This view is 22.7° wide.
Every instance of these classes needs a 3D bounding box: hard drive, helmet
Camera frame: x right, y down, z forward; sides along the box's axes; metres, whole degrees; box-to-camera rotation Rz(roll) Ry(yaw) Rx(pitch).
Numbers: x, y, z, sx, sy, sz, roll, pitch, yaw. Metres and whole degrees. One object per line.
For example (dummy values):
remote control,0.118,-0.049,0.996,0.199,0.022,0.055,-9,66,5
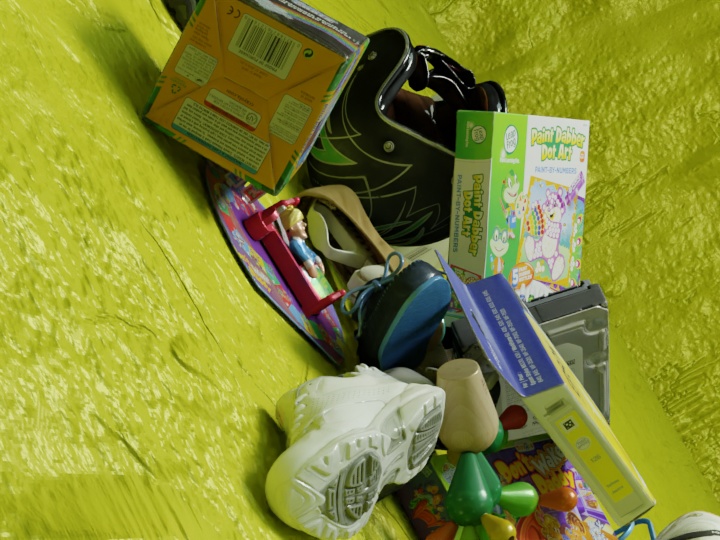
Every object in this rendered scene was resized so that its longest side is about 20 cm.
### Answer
hard drive,0.159,0.099,1.643,0.200,0.140,0.038,80,-10,-49
helmet,0.042,-0.116,1.735,0.200,0.200,0.191,43,50,-52

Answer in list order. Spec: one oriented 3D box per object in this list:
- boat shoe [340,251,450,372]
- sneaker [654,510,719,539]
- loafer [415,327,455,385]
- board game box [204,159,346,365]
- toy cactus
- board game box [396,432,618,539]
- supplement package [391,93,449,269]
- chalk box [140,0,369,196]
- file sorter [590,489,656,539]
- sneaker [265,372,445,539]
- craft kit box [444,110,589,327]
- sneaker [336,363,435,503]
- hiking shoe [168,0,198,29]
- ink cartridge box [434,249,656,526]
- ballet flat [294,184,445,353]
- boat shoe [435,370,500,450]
boat shoe,0.017,0.039,1.460,0.069,0.084,0.200,53,-25,15
sneaker,0.235,0.286,1.499,0.076,0.200,0.088,37,9,1
loafer,0.072,0.078,1.667,0.200,0.067,0.076,45,18,-45
board game box,-0.053,-0.017,1.462,0.200,0.039,0.158,47,16,-42
toy cactus,0.091,0.144,1.306,0.200,0.102,0.165,-56,140,-54
board game box,0.126,0.208,1.452,0.200,0.045,0.135,-4,60,-54
supplement package,0.083,-0.092,1.938,0.111,0.156,0.200,62,12,17
chalk box,-0.077,-0.156,1.435,0.125,0.124,0.200,29,13,0
file sorter,0.240,0.312,1.623,0.200,0.123,0.139,56,12,-12
sneaker,-0.023,0.117,1.195,0.099,0.078,0.200,19,18,22
craft kit box,0.149,-0.048,1.681,0.200,0.048,0.198,-4,96,-57
sneaker,0.015,0.104,1.367,0.087,0.074,0.200,51,11,-6
hiking shoe,-0.104,-0.230,1.657,0.200,0.101,0.076,58,11,-1
ink cartridge box,0.148,0.084,1.460,0.200,0.047,0.198,54,7,-28
ballet flat,0.000,0.000,1.583,0.063,0.069,0.200,4,38,-43
boat shoe,0.081,0.125,1.511,0.200,0.075,0.062,147,-73,-77
